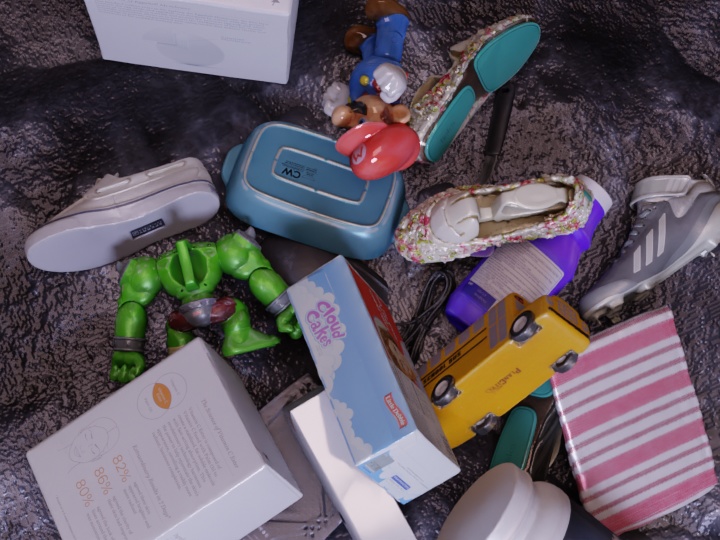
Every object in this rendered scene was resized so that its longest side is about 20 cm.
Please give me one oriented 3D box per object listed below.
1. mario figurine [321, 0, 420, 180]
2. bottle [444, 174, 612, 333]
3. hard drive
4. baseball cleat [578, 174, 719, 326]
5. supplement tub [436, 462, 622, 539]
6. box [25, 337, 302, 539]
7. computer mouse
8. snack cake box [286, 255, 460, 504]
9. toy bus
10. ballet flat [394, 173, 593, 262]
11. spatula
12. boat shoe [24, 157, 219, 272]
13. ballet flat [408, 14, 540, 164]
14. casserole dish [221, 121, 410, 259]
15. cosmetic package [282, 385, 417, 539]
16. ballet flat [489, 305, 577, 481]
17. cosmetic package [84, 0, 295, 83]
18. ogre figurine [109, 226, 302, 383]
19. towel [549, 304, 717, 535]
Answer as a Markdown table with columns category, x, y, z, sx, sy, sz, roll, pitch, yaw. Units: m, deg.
| category | x | y | z | sx | sy | sz | roll | pitch | yaw |
| --- | --- | --- | --- | --- | --- | --- | --- | --- | --- |
| mario figurine | 0.002 | -0.180 | 1.457 | 0.105 | 0.124 | 0.202 | -6 | 55 | 9 |
| bottle | 0.173 | -0.009 | 1.488 | 0.083 | 0.065 | 0.200 | 40 | 80 | 9 |
| hard drive | -0.082 | 0.214 | 1.447 | 0.200 | 0.042 | 0.135 | -44 | 86 | -9 |
| baseball cleat | 0.286 | -0.028 | 1.505 | 0.199 | 0.070 | 0.107 | -30 | 77 | -17 |
| supplement tub | 0.180 | 0.289 | 1.383 | 0.199 | 0.140 | 0.141 | 38 | 80 | -11 |
| box | -0.182 | 0.190 | 1.375 | 0.199 | 0.106 | 0.153 | -33 | 61 | 1 |
| computer mouse | 0.000 | 0.000 | 1.485 | 0.199 | 0.046 | 0.141 | 36 | 81 | 3 |
| snack cake box | 0.011 | 0.100 | 1.363 | 0.067 | 0.115 | 0.201 | -30 | 55 | 10 |
| toy bus | 0.125 | 0.091 | 1.406 | 0.065 | 0.079 | 0.200 | 35 | 121 | -22 |
| ballet flat | 0.127 | -0.059 | 1.431 | 0.198 | 0.064 | 0.076 | -14 | 72 | 3 |
| spatula | 0.129 | -0.107 | 1.508 | 0.056 | 0.021 | 0.202 | 5 | 63 | 23 |
| boat shoe | -0.242 | -0.062 | 1.478 | 0.198 | 0.071 | 0.070 | -21 | 55 | -3 |
| ballet flat | 0.102 | -0.196 | 1.517 | 0.064 | 0.076 | 0.200 | 31 | 72 | 36 |
| casserole dish | -0.042 | -0.087 | 1.483 | 0.198 | 0.039 | 0.122 | 18 | 60 | 1 |
| cosmetic package | -0.004 | 0.207 | 1.392 | 0.050 | 0.083 | 0.201 | -29 | 91 | -11 |
| ballet flat | 0.180 | 0.133 | 1.467 | 0.068 | 0.068 | 0.202 | 20 | 89 | 44 |
| cosmetic package | -0.159 | -0.282 | 1.445 | 0.197 | 0.200 | 0.124 | 7 | 80 | -3 |
| ogre figurine | -0.155 | 0.031 | 1.443 | 0.198 | 0.098 | 0.121 | -15 | 87 | 17 |
| towel | 0.262 | 0.150 | 1.445 | 0.145 | 0.030 | 0.202 | -21 | 102 | -15 |
